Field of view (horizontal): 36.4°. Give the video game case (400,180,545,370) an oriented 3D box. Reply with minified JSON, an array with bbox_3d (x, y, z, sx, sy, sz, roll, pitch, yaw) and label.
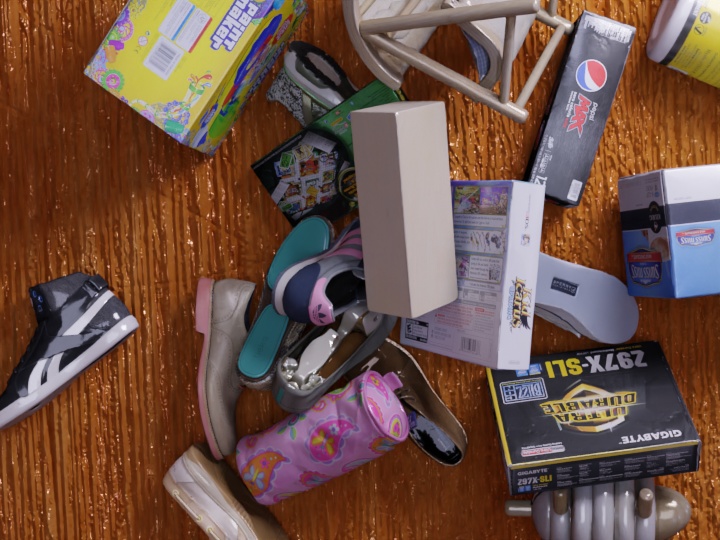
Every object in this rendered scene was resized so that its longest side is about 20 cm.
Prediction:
[{"bbox_3d":[0.113,-0.001,1.146,0.045,0.199,0.184,2,93,-27],"label":"video game case"}]

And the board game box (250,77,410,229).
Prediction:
[{"bbox_3d":[-0.018,-0.119,1.174,0.199,0.023,0.105,-29,100,32],"label":"board game box"}]

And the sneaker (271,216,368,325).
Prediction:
[{"bbox_3d":[0.000,0.000,1.162,0.199,0.081,0.071,-39,132,-35],"label":"sneaker"}]

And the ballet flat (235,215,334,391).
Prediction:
[{"bbox_3d":[-0.078,0.039,1.207,0.067,0.075,0.202,19,79,19],"label":"ballet flat"}]

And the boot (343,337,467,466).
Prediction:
[{"bbox_3d":[0.045,0.138,1.211,0.200,0.075,0.074,44,94,0],"label":"boot"}]

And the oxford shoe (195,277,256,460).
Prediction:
[{"bbox_3d":[-0.143,0.109,1.216,0.074,0.070,0.204,-2,92,-1],"label":"oxford shoe"}]

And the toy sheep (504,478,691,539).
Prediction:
[{"bbox_3d":[0.255,0.256,1.185,0.197,0.138,0.140,3,92,14],"label":"toy sheep"}]

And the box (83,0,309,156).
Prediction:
[{"bbox_3d":[-0.162,-0.242,1.142,0.121,0.193,0.201,34,93,0],"label":"box"}]

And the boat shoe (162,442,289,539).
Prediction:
[{"bbox_3d":[-0.145,0.288,1.227,0.069,0.074,0.201,-38,90,14],"label":"boat shoe"}]

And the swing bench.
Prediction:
[{"bbox_3d":[0.105,-0.272,1.112,0.197,0.200,0.131,15,133,17],"label":"swing bench"}]

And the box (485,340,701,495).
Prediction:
[{"bbox_3d":[0.241,0.153,1.167,0.197,0.161,0.050,-7,125,2],"label":"box"}]

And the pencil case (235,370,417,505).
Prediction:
[{"bbox_3d":[-0.040,0.180,1.181,0.199,0.087,0.088,-31,91,25],"label":"pencil case"}]

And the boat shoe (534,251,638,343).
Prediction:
[{"bbox_3d":[0.213,0.026,1.206,0.200,0.086,0.076,19,87,-29],"label":"boat shoe"}]

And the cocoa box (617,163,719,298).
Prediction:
[{"bbox_3d":[0.390,-0.045,1.155,0.197,0.133,0.133,-6,91,-8],"label":"cocoa box"}]

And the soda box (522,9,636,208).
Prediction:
[{"bbox_3d":[0.236,-0.173,1.196,0.062,0.071,0.203,18,92,1],"label":"soda box"}]

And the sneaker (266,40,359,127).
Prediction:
[{"bbox_3d":[-0.026,-0.158,1.218,0.200,0.077,0.088,48,123,-2],"label":"sneaker"}]

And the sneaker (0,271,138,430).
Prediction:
[{"bbox_3d":[-0.356,0.080,1.224,0.199,0.073,0.112,-38,88,-6],"label":"sneaker"}]

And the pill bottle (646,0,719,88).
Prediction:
[{"bbox_3d":[0.418,-0.243,1.171,0.198,0.111,0.113,22,92,0],"label":"pill bottle"}]

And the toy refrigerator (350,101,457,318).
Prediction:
[{"bbox_3d":[0.043,-0.063,1.092,0.069,0.075,0.203,8,110,43],"label":"toy refrigerator"}]

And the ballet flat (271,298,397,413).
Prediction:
[{"bbox_3d":[-0.019,0.070,1.171,0.067,0.064,0.200,36,61,14],"label":"ballet flat"}]
